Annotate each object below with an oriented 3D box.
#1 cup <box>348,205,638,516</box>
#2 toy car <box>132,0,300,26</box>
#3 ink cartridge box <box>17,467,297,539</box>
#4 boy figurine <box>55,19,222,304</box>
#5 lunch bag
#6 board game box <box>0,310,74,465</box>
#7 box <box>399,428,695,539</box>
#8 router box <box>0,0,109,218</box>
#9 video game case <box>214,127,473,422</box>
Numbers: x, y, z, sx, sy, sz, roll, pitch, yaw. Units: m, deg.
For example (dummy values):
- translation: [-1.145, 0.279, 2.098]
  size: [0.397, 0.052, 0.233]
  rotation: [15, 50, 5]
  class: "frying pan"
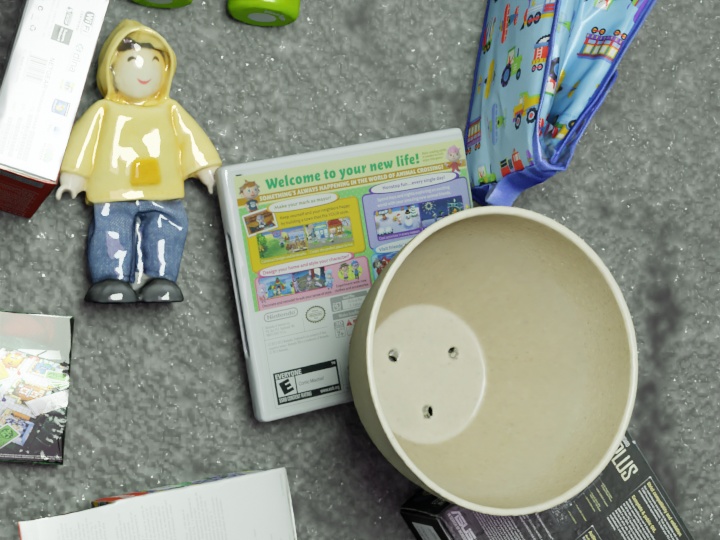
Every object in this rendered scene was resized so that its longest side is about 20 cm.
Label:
- translation: [0.070, 0.067, 1.057]
  size: [0.198, 0.143, 0.203]
  rotation: [4, 81, -22]
  class: "cup"
- translation: [-0.079, -0.278, 1.047]
  size: [0.156, 0.200, 0.166]
  rotation: [7, 83, -17]
  class: "toy car"
- translation: [-0.138, 0.205, 1.043]
  size: [0.198, 0.050, 0.110]
  rotation: [-7, 86, -31]
  class: "ink cartridge box"
- translation: [-0.152, -0.076, 1.078]
  size: [0.123, 0.064, 0.203]
  rotation: [3, 88, -17]
  class: "boy figurine"
- translation: [0.131, -0.140, 1.129]
  size: [0.093, 0.150, 0.202]
  rotation: [24, 78, -14]
  class: "lunch bag"
- translation: [-0.298, 0.075, 1.039]
  size: [0.198, 0.023, 0.106]
  rotation: [6, 85, -18]
  class: "board game box"
- translation: [0.153, 0.213, 1.139]
  size: [0.163, 0.086, 0.201]
  rotation: [-35, 97, -17]
  class: "box"
- translation: [-0.205, -0.146, 1.006]
  size: [0.048, 0.179, 0.202]
  rotation: [17, 81, -15]
  class: "router box"
- translation: [0.000, 0.000, 1.121]
  size: [0.198, 0.022, 0.184]
  rotation: [-11, 95, -25]
  class: "video game case"
